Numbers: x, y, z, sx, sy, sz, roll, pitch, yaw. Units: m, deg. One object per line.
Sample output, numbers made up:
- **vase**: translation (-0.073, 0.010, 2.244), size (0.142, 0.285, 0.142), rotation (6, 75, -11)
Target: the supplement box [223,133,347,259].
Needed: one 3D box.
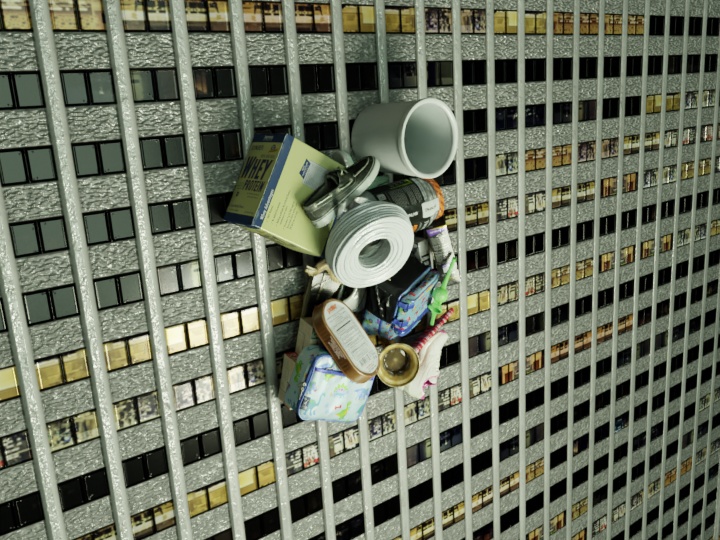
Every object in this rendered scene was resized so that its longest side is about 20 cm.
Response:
- **supplement box**: translation (-0.147, -0.157, 1.418), size (0.198, 0.133, 0.203), rotation (24, 83, -38)

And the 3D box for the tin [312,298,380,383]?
- **tin**: translation (-0.029, 0.153, 1.477), size (0.201, 0.042, 0.112), rotation (56, 31, 2)

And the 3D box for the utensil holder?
- **utensil holder**: translation (0.097, -0.302, 1.533), size (0.168, 0.199, 0.173), rotation (-8, 103, -34)

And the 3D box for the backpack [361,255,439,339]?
- **backpack**: translation (0.087, 0.083, 1.605), size (0.182, 0.134, 0.202), rotation (-37, 149, -47)

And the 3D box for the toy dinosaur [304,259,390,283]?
- **toy dinosaur**: translation (-0.032, -0.021, 1.504), size (0.197, 0.058, 0.103), rotation (2, 89, -15)

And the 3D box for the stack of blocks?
- **stack of blocks**: translation (-0.115, 0.210, 1.540), size (0.114, 0.058, 0.203), rotation (-2, 111, -36)

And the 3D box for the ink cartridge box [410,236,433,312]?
- **ink cartridge box**: translation (0.141, 0.014, 1.691), size (0.039, 0.099, 0.203), rotation (-22, 110, -31)

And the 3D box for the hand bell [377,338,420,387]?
- **hand bell**: translation (0.078, 0.199, 1.627), size (0.102, 0.200, 0.106), rotation (-1, 101, -5)

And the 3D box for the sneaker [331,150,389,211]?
- **sneaker**: translation (0.005, -0.215, 1.549), size (0.118, 0.074, 0.202), rotation (-38, 135, -19)

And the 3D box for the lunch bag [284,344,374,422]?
- **lunch bag**: translation (-0.065, 0.255, 1.506), size (0.199, 0.082, 0.163), rotation (19, 94, -42)

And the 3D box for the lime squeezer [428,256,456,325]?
- **lime squeezer**: translation (0.183, 0.066, 1.582), size (0.037, 0.071, 0.202), rotation (12, 123, -2)

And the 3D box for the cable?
- **cable**: translation (0.022, -0.054, 1.398), size (0.198, 0.070, 0.202), rotation (1, 129, -35)

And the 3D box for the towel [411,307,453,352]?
- **towel**: translation (0.154, 0.182, 1.722), size (0.022, 0.145, 0.200), rotation (43, 69, 4)

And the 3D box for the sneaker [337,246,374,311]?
- **sneaker**: translation (0.000, 0.000, 1.597), size (0.070, 0.073, 0.203), rotation (16, 90, -45)

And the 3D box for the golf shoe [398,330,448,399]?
- **golf shoe**: translation (0.182, 0.251, 1.766), size (0.201, 0.091, 0.076), rotation (-51, 156, -14)

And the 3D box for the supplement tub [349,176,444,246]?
- **supplement tub**: translation (0.083, -0.138, 1.513), size (0.198, 0.122, 0.124), rotation (-19, 110, -22)

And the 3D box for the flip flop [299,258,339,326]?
- **flip flop**: translation (-0.099, 0.050, 1.550), size (0.080, 0.058, 0.203), rotation (6, 111, -33)

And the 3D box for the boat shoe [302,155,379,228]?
- **boat shoe**: translation (-0.038, -0.176, 1.369), size (0.200, 0.070, 0.064), rotation (-48, 125, -19)

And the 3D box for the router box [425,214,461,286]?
- **router box**: translation (0.197, -0.075, 1.661), size (0.051, 0.201, 0.159), rotation (-15, 114, 7)
